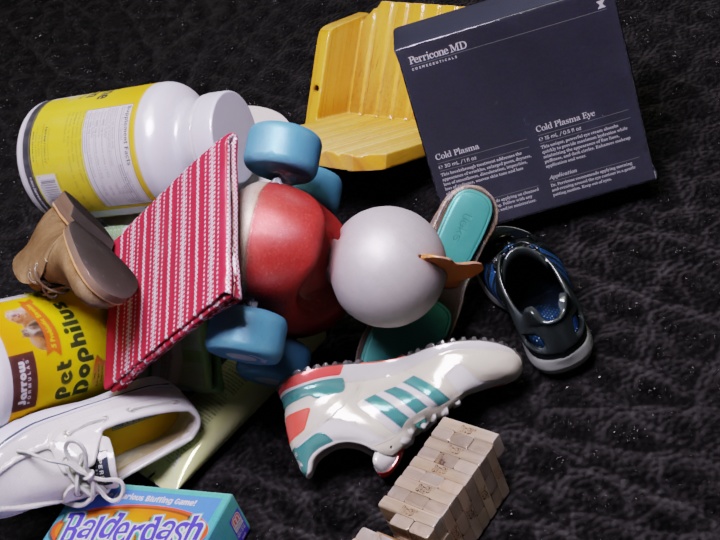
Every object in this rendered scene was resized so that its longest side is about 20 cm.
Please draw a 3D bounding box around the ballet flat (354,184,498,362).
[{"bbox_3d":[0.060,0.021,1.089,0.201,0.068,0.067,-57,-2,-4],"label":"ballet flat"}]

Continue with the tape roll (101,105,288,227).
[{"bbox_3d":[-0.150,-0.083,1.198,0.202,0.037,0.203,-15,37,11],"label":"tape roll"}]

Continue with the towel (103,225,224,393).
[{"bbox_3d":[-0.196,0.034,1.117,0.031,0.150,0.199,-15,9,-40],"label":"towel"}]

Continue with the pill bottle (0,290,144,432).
[{"bbox_3d":[-0.282,0.076,1.050,0.109,0.110,0.199,12,17,37],"label":"pill bottle"}]

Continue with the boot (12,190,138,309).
[{"bbox_3d":[-0.234,0.000,1.019,0.075,0.074,0.200,-44,26,-3],"label":"boot"}]

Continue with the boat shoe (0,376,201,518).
[{"bbox_3d":[-0.214,0.152,1.003,0.201,0.075,0.086,-20,27,-32],"label":"boat shoe"}]

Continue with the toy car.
[{"bbox_3d":[0.000,0.000,1.013,0.199,0.177,0.186,8,75,12],"label":"toy car"}]

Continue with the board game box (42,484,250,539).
[{"bbox_3d":[-0.192,0.252,0.953,0.151,0.045,0.200,-1,40,27],"label":"board game box"}]

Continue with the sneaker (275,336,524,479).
[{"bbox_3d":[0.036,0.115,1.004,0.198,0.070,0.094,-9,70,-1],"label":"sneaker"}]

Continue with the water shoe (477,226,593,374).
[{"bbox_3d":[0.143,0.002,1.068,0.071,0.079,0.200,-23,36,-2],"label":"water shoe"}]

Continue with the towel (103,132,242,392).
[{"bbox_3d":[-0.149,-0.002,0.997,0.200,0.022,0.145,-35,49,44],"label":"towel"}]

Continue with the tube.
[{"bbox_3d":[-0.113,0.109,1.097,0.052,0.058,0.200,42,68,5],"label":"tube"}]

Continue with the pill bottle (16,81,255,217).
[{"bbox_3d":[-0.196,-0.107,1.127,0.199,0.112,0.112,-4,39,24],"label":"pill bottle"}]

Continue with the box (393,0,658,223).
[{"bbox_3d":[0.148,-0.154,1.157,0.199,0.183,0.104,-15,21,7],"label":"box"}]

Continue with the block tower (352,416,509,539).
[{"bbox_3d":[0.034,0.198,0.898,0.054,0.058,0.200,14,51,38],"label":"block tower"}]

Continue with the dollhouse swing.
[{"bbox_3d":[0.010,-0.193,1.293,0.199,0.183,0.175,13,8,39],"label":"dollhouse swing"}]
